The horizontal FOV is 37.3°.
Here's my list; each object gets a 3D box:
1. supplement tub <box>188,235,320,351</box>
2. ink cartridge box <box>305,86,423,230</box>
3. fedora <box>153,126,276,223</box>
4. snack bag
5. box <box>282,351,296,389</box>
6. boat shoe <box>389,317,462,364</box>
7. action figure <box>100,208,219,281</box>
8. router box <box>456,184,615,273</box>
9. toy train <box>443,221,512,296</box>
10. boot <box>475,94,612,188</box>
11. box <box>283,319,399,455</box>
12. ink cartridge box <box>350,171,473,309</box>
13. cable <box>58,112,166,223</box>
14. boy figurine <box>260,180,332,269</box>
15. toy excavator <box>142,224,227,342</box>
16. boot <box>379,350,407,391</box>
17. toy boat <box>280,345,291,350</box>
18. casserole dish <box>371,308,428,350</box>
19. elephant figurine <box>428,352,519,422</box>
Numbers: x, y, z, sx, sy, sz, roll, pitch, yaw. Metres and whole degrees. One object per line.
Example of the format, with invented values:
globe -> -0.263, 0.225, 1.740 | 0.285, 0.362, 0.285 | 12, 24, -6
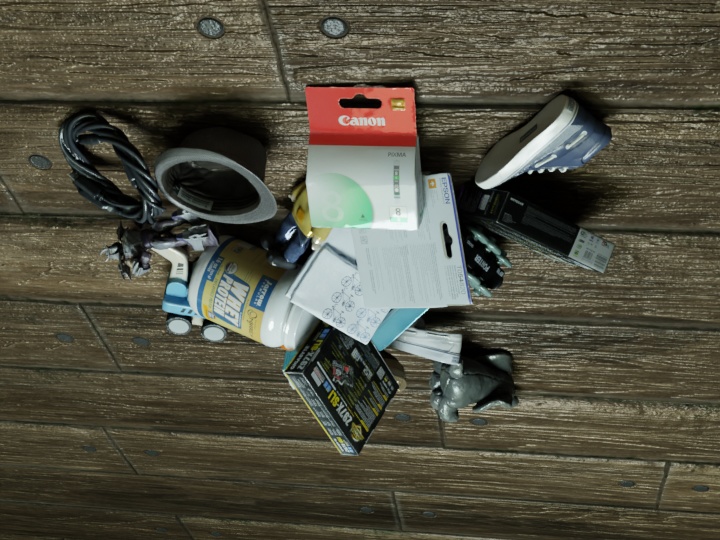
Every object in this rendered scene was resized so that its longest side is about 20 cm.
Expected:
supplement tub -> -0.168, 0.039, 1.765 | 0.199, 0.145, 0.145 | 22, 150, 15
ink cartridge box -> 0.002, -0.153, 1.488 | 0.160, 0.050, 0.201 | 3, 124, 14
fedora -> -0.205, -0.150, 1.576 | 0.199, 0.091, 0.177 | -6, 143, 35
snack bag -> 0.000, 0.000, 1.703 | 0.188, 0.201, 0.021 | 33, -179, -37
box -> -0.048, 0.196, 2.113 | 0.198, 0.049, 0.082 | -1, 147, 14
boat shoe -> 0.097, 0.116, 1.944 | 0.199, 0.066, 0.073 | 15, -178, 25
action figure -> -0.331, -0.057, 1.727 | 0.199, 0.131, 0.069 | -17, 156, 8
router box -> 0.255, -0.063, 1.582 | 0.199, 0.051, 0.149 | 23, 180, -22
toy train -> 0.158, -0.030, 1.665 | 0.114, 0.085, 0.200 | 34, 178, 35
boot -> 0.251, -0.157, 1.482 | 0.090, 0.073, 0.200 | 30, 141, -21
box -> -0.027, 0.183, 1.786 | 0.049, 0.160, 0.201 | -2, 131, 42
ink cartridge box -> 0.077, -0.044, 1.584 | 0.199, 0.201, 0.040 | -3, -168, 38
cable -> -0.367, -0.151, 1.603 | 0.199, 0.051, 0.164 | 32, 138, 17
boy figurine -> -0.077, -0.088, 1.622 | 0.064, 0.125, 0.200 | 8, 135, -34
toy excavator -> -0.306, 0.012, 1.864 | 0.193, 0.100, 0.201 | 11, 134, -8
boot -> -0.014, 0.151, 1.951 | 0.199, 0.073, 0.166 | 29, -173, -23
toy boat -> -0.121, 0.080, 1.874 | 0.198, 0.132, 0.131 | -4, 145, 18
casserole dish -> 0.078, 0.052, 1.789 | 0.039, 0.121, 0.200 | 39, 121, -9
elephant figurine -> 0.241, 0.217, 2.037 | 0.198, 0.155, 0.143 | 4, 105, -13
